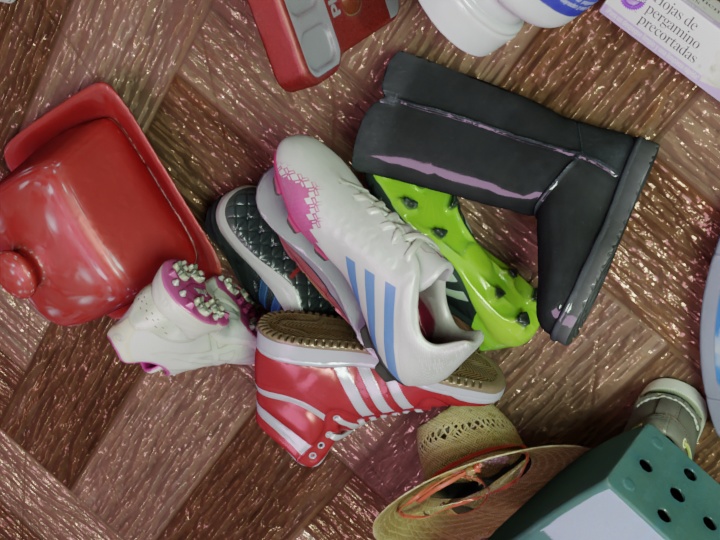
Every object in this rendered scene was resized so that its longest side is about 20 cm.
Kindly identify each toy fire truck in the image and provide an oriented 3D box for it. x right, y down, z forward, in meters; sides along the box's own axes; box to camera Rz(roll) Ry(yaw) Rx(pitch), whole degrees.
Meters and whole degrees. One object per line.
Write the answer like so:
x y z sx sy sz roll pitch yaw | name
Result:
-0.034 -0.235 0.753 0.111 0.168 0.202 -6 114 32 | toy fire truck

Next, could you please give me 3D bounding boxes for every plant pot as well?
0.171 0.218 0.847 0.141 0.141 0.201 42 128 12 | plant pot

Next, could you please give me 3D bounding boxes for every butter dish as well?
-0.252 -0.028 1.009 0.199 0.148 0.200 -19 108 43 | butter dish

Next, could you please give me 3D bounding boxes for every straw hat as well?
0.091 0.149 0.948 0.201 0.200 0.086 -48 49 40 | straw hat

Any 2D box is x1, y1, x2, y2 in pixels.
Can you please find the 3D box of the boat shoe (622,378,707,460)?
0.221 0.180 0.919 0.072 0.060 0.203 19 125 19 | boat shoe

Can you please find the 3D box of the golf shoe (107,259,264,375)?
-0.137 0.050 0.976 0.091 0.200 0.076 -38 65 9 | golf shoe

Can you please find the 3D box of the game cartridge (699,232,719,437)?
0.304 0.042 0.807 0.132 0.040 0.202 11 122 29 | game cartridge

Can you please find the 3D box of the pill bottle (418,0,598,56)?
0.125 -0.218 0.700 0.199 0.112 0.112 -33 98 35 | pill bottle

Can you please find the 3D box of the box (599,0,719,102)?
0.244 -0.125 0.738 0.200 0.041 0.039 39 129 6 | box

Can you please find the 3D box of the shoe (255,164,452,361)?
0.000 0.000 0.900 0.071 0.091 0.200 -43 86 0 | shoe

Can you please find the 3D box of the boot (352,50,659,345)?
0.083 -0.054 0.802 0.198 0.166 0.066 23 153 13 | boot

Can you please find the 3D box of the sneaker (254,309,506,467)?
0.010 0.104 0.930 0.198 0.071 0.113 11 115 5 | sneaker

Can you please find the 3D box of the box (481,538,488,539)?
0.123 0.353 1.052 0.112 0.101 0.201 -19 107 36 | box

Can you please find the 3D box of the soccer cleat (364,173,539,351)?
0.058 -0.017 0.899 0.200 0.068 0.081 50 142 -5 | soccer cleat

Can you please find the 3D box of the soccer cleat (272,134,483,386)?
0.017 -0.017 0.808 0.086 0.070 0.201 -29 92 39 | soccer cleat

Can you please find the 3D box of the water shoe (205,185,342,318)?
-0.054 0.013 0.991 0.201 0.071 0.079 55 156 -11 | water shoe

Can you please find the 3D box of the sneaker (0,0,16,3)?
-0.273 -0.262 0.952 0.198 0.074 0.080 9 136 31 | sneaker
